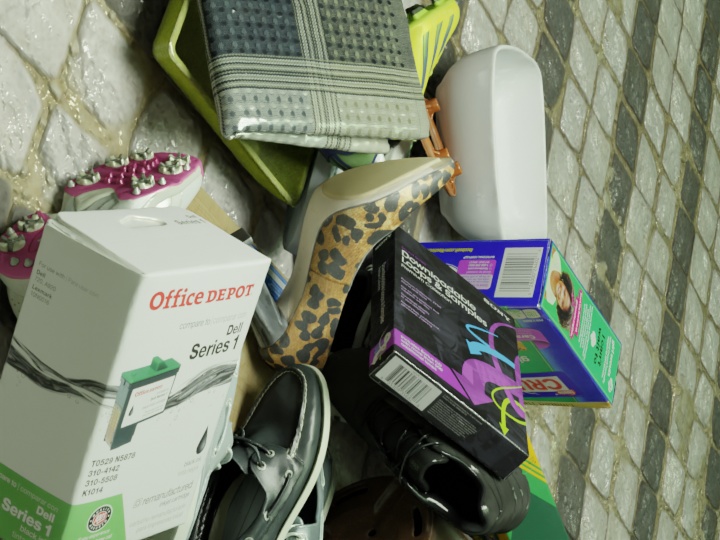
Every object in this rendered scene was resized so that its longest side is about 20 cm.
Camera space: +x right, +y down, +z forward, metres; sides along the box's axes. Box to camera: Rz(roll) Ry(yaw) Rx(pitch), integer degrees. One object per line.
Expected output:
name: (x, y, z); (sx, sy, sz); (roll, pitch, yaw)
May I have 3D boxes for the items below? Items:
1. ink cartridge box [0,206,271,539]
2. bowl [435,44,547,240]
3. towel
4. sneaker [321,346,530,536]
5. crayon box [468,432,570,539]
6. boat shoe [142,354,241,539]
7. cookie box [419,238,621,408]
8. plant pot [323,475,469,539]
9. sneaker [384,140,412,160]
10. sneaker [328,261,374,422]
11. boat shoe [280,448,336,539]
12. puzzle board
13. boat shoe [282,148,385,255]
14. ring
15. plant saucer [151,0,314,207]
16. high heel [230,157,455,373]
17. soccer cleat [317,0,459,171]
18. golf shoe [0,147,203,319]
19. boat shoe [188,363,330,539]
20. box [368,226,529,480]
ink cartridge box: (-0.152, 0.069, 1.028); (0.146, 0.084, 0.201); (-10, 123, -60)
bowl: (0.128, -0.117, 1.615); (0.200, 0.074, 0.202); (-2, 89, -71)
towel: (-0.040, -0.185, 1.227); (0.199, 0.034, 0.194); (-1, 75, -40)
sneaker: (0.045, 0.131, 1.266); (0.076, 0.200, 0.091); (-56, 163, 15)
crayon box: (0.095, 0.161, 1.430); (0.058, 0.200, 0.173); (-31, 122, -14)
boat shoe: (-0.118, 0.112, 1.152); (0.071, 0.070, 0.203); (16, 80, -49)
cookie box: (0.135, 0.053, 1.532); (0.200, 0.170, 0.076); (48, 50, -48)
plant pot: (0.038, 0.288, 1.333); (0.199, 0.199, 0.201); (55, 42, -31)
sneaker: (0.009, -0.053, 1.423); (0.089, 0.076, 0.201); (71, 34, -41)
sneaker: (0.015, 0.024, 1.386); (0.116, 0.074, 0.201); (86, 22, -47)
boat shoe: (-0.062, 0.208, 1.255); (0.062, 0.072, 0.201); (74, 21, -47)
puzzle board: (-0.117, 0.030, 1.240); (0.200, 0.017, 0.152); (49, 45, -48)
boat shoe: (-0.009, -0.095, 1.355); (0.066, 0.074, 0.201); (22, 62, -12)
ring: (0.052, -0.163, 1.467); (0.200, 0.019, 0.202); (-22, 90, -82)
plant saucer: (-0.091, -0.184, 1.276); (0.200, 0.048, 0.201); (52, 44, -46)
high heel: (0.000, 0.000, 1.271); (0.071, 0.199, 0.143); (-118, -177, -64)
soccer cleat: (0.028, -0.150, 1.330); (0.084, 0.064, 0.200); (51, 53, -17)
golf shoe: (-0.173, -0.016, 1.103); (0.200, 0.075, 0.092); (-42, 135, -48)
boat shoe: (-0.085, 0.158, 1.216); (0.066, 0.074, 0.201); (32, 79, -47)
box: (0.069, 0.060, 1.297); (0.143, 0.036, 0.200); (38, 23, -19)
